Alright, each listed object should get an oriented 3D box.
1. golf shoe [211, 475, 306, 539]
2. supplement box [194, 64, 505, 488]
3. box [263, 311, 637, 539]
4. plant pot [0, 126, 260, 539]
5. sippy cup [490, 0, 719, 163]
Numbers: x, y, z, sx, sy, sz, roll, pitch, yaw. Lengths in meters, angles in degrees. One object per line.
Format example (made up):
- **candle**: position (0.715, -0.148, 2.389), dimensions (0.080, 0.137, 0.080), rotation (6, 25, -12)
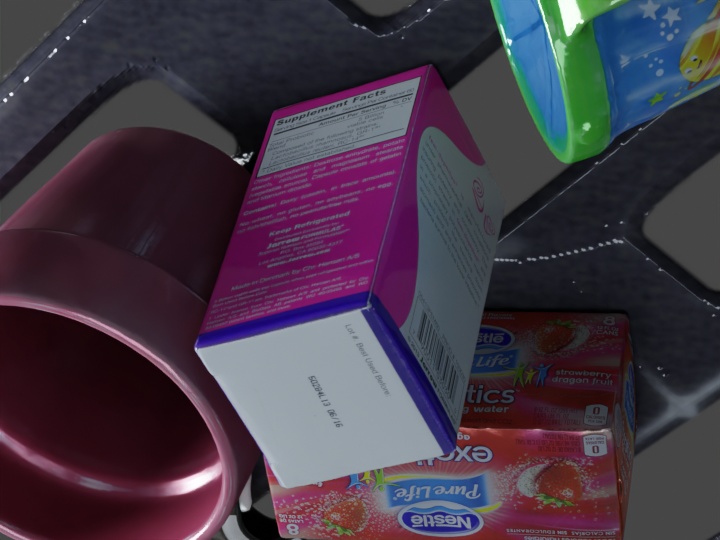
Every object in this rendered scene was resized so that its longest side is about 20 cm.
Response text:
- **golf shoe**: position (-0.116, 0.124, 1.541), dimensions (0.094, 0.078, 0.200), rotation (-37, 117, 16)
- **supplement box**: position (0.000, 0.000, 1.314), dimensions (0.103, 0.200, 0.101), rotation (-14, 125, 24)
- **box**: position (0.052, 0.088, 1.443), dimensions (0.200, 0.100, 0.096), rotation (0, 130, 12)
- **plant pot**: position (-0.129, 0.028, 1.368), dimensions (0.200, 0.179, 0.200), rotation (13, 135, 13)
- **sippy cup**: position (0.135, -0.133, 1.193), dimensions (0.130, 0.178, 0.140), rotation (-19, 124, -4)
